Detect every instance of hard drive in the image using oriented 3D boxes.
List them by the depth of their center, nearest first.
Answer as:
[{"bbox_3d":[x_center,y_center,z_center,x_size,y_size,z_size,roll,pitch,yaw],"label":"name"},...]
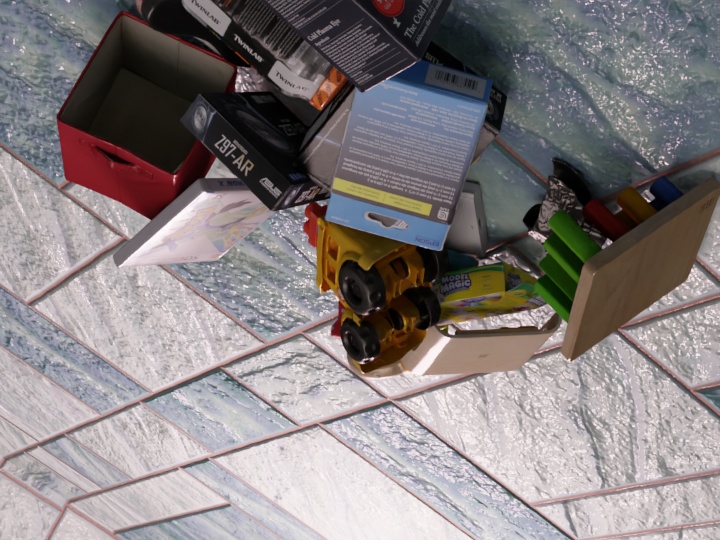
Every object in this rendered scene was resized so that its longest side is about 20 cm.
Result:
[{"bbox_3d":[0.068,-0.085,1.814,0.199,0.026,0.132,13,147,21],"label":"hard drive"}]

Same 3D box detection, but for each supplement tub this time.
[{"bbox_3d":[-0.089,-0.278,1.515,0.200,0.123,0.123,41,149,-2],"label":"supplement tub"}]

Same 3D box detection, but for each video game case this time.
[{"bbox_3d":[-0.199,-0.063,1.789,0.200,0.182,0.022,-37,70,36],"label":"video game case"}]

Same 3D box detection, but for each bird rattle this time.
[{"bbox_3d":[0.040,0.094,1.995,0.198,0.163,0.113,2,125,21],"label":"bird rattle"}]

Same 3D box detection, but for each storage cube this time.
[{"bbox_3d":[-0.271,-0.189,1.760,0.170,0.201,0.180,25,157,2],"label":"storage cube"}]

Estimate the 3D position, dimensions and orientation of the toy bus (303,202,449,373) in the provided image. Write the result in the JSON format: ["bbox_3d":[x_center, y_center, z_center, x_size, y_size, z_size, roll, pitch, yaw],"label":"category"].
[{"bbox_3d":[0.000,0.000,1.744,0.192,0.135,0.201,38,141,33],"label":"toy bus"}]

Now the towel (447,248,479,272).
[{"bbox_3d":[0.057,-0.026,1.881,0.199,0.022,0.147,24,160,-3],"label":"towel"}]

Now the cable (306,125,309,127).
[{"bbox_3d":[-0.051,-0.175,1.776,0.199,0.050,0.098,-24,97,38],"label":"cable"}]

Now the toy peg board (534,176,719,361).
[{"bbox_3d":[0.300,-0.025,1.601,0.098,0.198,0.201,48,158,25],"label":"toy peg board"}]

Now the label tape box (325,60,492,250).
[{"bbox_3d":[0.051,-0.132,1.511,0.142,0.066,0.201,15,128,0],"label":"label tape box"}]

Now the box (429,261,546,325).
[{"bbox_3d":[0.150,0.032,1.833,0.199,0.049,0.117,-9,164,28],"label":"box"}]

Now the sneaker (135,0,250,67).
[{"bbox_3d":[-0.189,-0.315,1.629,0.201,0.108,0.067,13,127,-46],"label":"sneaker"}]

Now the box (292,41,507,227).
[{"bbox_3d":[0.044,-0.161,1.587,0.163,0.086,0.200,34,126,-13],"label":"box"}]

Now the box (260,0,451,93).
[{"bbox_3d":[0.004,-0.315,1.335,0.182,0.201,0.104,38,150,-20],"label":"box"}]

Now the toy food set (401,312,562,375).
[{"bbox_3d":[0.164,0.089,1.877,0.198,0.061,0.144,-2,156,-17],"label":"toy food set"}]

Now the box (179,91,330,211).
[{"bbox_3d":[-0.109,-0.149,1.665,0.160,0.200,0.044,45,111,11],"label":"box"}]

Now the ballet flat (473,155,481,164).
[{"bbox_3d":[0.053,-0.174,1.657,0.199,0.057,0.067,26,151,2],"label":"ballet flat"}]

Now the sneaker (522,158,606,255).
[{"bbox_3d":[0.247,-0.048,1.701,0.104,0.060,0.200,25,145,0],"label":"sneaker"}]
